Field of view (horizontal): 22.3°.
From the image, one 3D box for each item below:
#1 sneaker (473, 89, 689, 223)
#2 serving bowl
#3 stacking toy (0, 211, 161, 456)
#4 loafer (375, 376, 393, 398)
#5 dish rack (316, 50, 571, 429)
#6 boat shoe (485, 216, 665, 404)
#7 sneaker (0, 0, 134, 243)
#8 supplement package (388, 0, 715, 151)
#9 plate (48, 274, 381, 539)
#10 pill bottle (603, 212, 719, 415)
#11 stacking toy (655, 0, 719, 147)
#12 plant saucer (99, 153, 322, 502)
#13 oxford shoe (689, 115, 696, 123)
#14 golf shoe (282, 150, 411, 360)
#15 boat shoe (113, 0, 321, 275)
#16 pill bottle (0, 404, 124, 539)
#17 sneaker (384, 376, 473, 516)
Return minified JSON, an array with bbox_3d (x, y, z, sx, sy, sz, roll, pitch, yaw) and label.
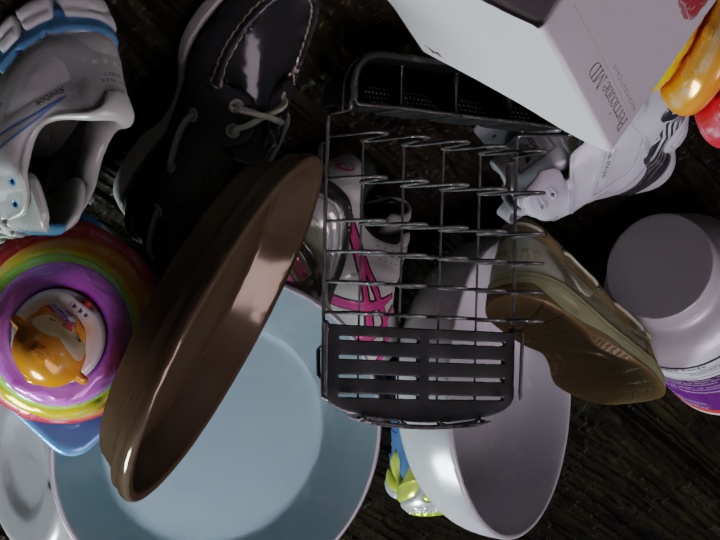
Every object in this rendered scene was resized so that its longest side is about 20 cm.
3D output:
[{"bbox_3d":[0.134,-0.095,1.078,0.114,0.075,0.200,-23,153,-13],"label":"sneaker"},{"bbox_3d":[0.074,0.076,1.213,0.065,0.202,0.200,-1,163,29],"label":"serving bowl"},{"bbox_3d":[-0.151,0.031,0.906,0.110,0.116,0.200,-48,-174,-3],"label":"stacking toy"},{"bbox_3d":[-0.068,0.130,1.266,0.199,0.072,0.063,-23,154,-16],"label":"loafer"},{"bbox_3d":[0.044,-0.013,1.014,0.152,0.202,0.054,3,177,-32],"label":"dish rack"},{"bbox_3d":[0.147,0.033,1.212,0.073,0.064,0.200,-13,149,34],"label":"boat shoe"},{"bbox_3d":[-0.177,-0.040,0.896,0.075,0.087,0.200,4,139,-45],"label":"sneaker"},{"bbox_3d":[0.107,-0.180,0.810,0.201,0.119,0.121,-54,150,-6],"label":"supplement package"},{"bbox_3d":[-0.084,0.097,1.059,0.199,0.026,0.202,-5,104,-20],"label":"plate"},{"bbox_3d":[0.245,0.029,1.323,0.112,0.113,0.200,-34,149,11],"label":"pill bottle"},{"bbox_3d":[0.146,-0.141,0.943,0.199,0.116,0.110,24,117,-3],"label":"stacking toy"},{"bbox_3d":[-0.078,0.025,0.939,0.201,0.029,0.200,-60,173,-11],"label":"plant saucer"},{"bbox_3d":[0.217,-0.162,1.054,0.071,0.072,0.201,-22,148,-18],"label":"oxford shoe"},{"bbox_3d":[0.000,0.000,1.116,0.092,0.073,0.200,-30,150,1],"label":"golf shoe"},{"bbox_3d":[-0.069,-0.077,0.952,0.073,0.061,0.200,2,139,-40],"label":"boat shoe"},{"bbox_3d":[-0.121,0.109,1.141,0.199,0.114,0.114,-4,142,-35],"label":"pill bottle"},{"bbox_3d":[0.054,0.118,1.344,0.075,0.106,0.200,-6,180,-4],"label":"sneaker"}]
